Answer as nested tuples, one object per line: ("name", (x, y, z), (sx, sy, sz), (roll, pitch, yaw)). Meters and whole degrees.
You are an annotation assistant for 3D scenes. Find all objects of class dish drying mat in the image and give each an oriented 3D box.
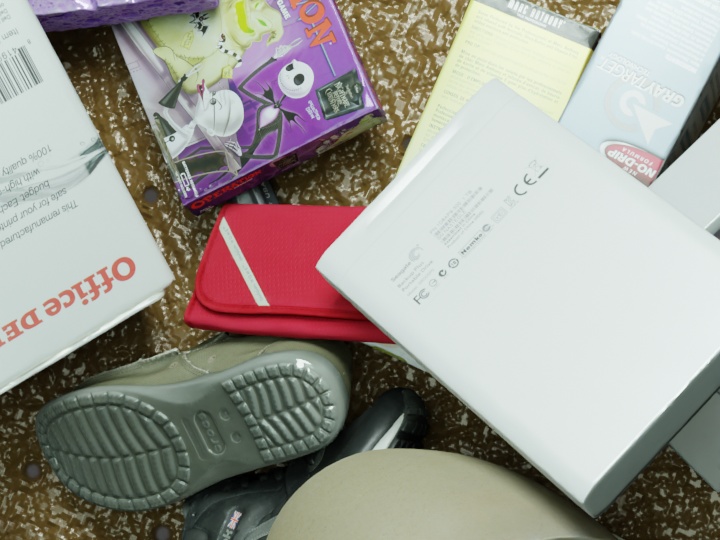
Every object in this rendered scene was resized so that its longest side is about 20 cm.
("dish drying mat", (0.000, 0.000, 1.086), (0.199, 0.018, 0.077), (2, 60, 34))

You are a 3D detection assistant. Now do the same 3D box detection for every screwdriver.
("screwdriver", (-0.036, 0.020, 1.166), (0.028, 0.029, 0.201), (-22, 91, 7))

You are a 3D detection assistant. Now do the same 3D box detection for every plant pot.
("plant pot", (0.024, 0.165, 1.033), (0.200, 0.200, 0.135), (-46, 47, 4))

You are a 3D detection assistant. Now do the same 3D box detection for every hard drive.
("hard drive", (0.086, 0.007, 1.000), (0.132, 0.027, 0.200), (-46, 52, -4))

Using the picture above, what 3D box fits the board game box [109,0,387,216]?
("board game box", (-0.077, -0.144, 1.161), (0.119, 0.032, 0.201), (-25, 72, 4))

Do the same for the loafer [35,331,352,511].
("loafer", (-0.084, 0.076, 1.140), (0.199, 0.070, 0.076), (-11, 107, 28))

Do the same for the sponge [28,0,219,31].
("sponge", (-0.131, -0.232, 1.167), (0.111, 0.030, 0.202), (-5, 72, 15))

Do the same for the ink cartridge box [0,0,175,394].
("ink cartridge box", (-0.210, -0.043, 1.115), (0.146, 0.083, 0.201), (-30, 100, -20))

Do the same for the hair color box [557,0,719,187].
("hair color box", (0.157, -0.108, 1.094), (0.060, 0.099, 0.201), (27, 91, 12))

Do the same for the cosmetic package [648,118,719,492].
("cosmetic package", (0.204, -0.004, 1.056), (0.200, 0.151, 0.052), (-44, 42, 5))

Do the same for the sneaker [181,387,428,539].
("sneaker", (-0.049, 0.130, 1.129), (0.087, 0.076, 0.200), (39, 96, 16))

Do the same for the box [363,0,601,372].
("box", (0.058, -0.046, 1.134), (0.075, 0.050, 0.201), (22, 90, 11))

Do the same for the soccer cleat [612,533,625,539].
("soccer cleat", (0.145, 0.185, 1.087), (0.199, 0.078, 0.070), (29, 91, 11))
